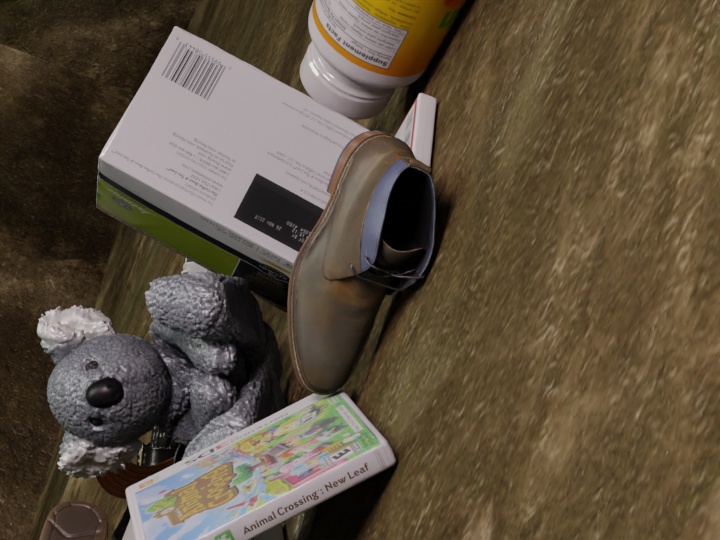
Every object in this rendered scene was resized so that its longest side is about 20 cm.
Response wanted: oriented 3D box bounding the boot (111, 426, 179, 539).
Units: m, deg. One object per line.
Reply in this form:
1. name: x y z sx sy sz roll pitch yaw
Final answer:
1. boot: -0.192 0.211 1.809 0.211 0.079 0.159 -137 67 -77

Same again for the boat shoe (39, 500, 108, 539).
1. boat shoe: -0.241 0.279 1.419 0.200 0.071 0.076 -70 -7 -48

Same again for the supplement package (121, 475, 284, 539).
1. supplement package: -0.146 0.285 1.398 0.121 0.119 0.201 -109 40 -74

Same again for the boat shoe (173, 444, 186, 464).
1. boat shoe: -0.132 0.184 1.637 0.200 0.062 0.075 -179 110 -76

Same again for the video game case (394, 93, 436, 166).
1. video game case: 0.010 -0.027 1.448 0.143 0.017 0.200 -83 18 -44

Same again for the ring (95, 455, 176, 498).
1. ring: -0.176 0.128 1.691 0.019 0.200 0.201 38 115 31

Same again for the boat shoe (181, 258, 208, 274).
1. boat shoe: -0.169 -0.007 2.073 0.072 0.068 0.201 -95 28 -63

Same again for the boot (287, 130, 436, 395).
1. boot: 0.000 0.000 1.299 0.097 0.074 0.201 -154 76 -69

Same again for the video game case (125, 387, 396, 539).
1. video game case: -0.077 0.146 1.271 0.181 0.022 0.200 -27 12 -6

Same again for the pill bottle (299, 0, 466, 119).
1. pill bottle: 0.023 -0.221 1.472 0.111 0.111 0.200 -83 17 -45

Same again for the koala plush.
1. koala plush: -0.178 0.098 1.545 0.184 0.199 0.178 -23 -80 -80

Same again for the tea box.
1. tea box: -0.106 -0.079 1.520 0.134 0.199 0.197 -62 4 -14
